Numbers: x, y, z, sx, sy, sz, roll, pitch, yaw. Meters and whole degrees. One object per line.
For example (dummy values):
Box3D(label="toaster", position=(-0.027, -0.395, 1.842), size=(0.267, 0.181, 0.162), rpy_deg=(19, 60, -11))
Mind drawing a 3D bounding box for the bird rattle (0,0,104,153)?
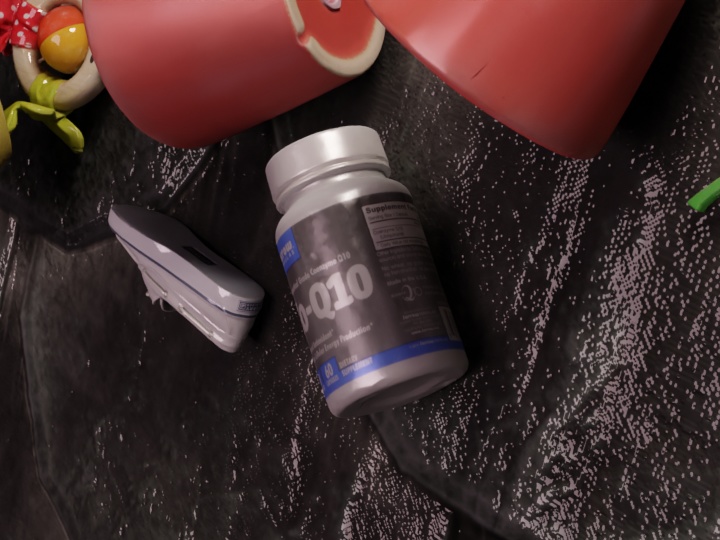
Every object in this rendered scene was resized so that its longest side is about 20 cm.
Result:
Box3D(label="bird rattle", position=(-0.302, -0.221, 1.426), size=(0.162, 0.112, 0.202), rpy_deg=(-27, 65, 26))

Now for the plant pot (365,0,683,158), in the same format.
Box3D(label="plant pot", position=(0.125, -0.199, 0.905), size=(0.178, 0.199, 0.201), rpy_deg=(-53, 57, 21))

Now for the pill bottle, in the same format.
Box3D(label="pill bottle", position=(0.000, 0.000, 1.099), size=(0.113, 0.113, 0.202), rpy_deg=(-32, 70, 42))

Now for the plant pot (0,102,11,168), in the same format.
Box3D(label="plant pot", position=(-0.408, -0.133, 1.336), size=(0.200, 0.141, 0.202), rpy_deg=(53, 153, 42))

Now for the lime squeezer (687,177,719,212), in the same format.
Box3D(label="lime squeezer", position=(0.269, -0.111, 0.882), size=(0.071, 0.037, 0.202), rpy_deg=(-110, 36, -60))

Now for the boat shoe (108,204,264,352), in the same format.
Box3D(label="boat shoe", position=(-0.169, 0.005, 1.299), size=(0.200, 0.073, 0.066), rpy_deg=(37, 114, 39))

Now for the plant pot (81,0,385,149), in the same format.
Box3D(label="plant pot", position=(-0.089, -0.206, 1.131), size=(0.176, 0.200, 0.203), rpy_deg=(-7, 88, 35))
